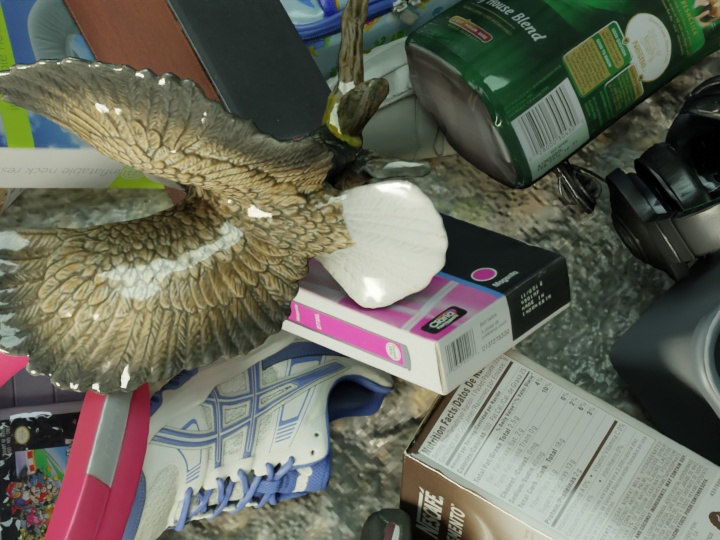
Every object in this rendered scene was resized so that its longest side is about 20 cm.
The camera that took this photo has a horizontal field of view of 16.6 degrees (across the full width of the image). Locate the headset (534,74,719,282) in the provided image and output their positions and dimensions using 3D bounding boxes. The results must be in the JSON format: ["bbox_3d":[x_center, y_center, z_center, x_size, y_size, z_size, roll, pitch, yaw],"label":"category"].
[{"bbox_3d":[0.165,-0.058,1.268,0.123,0.200,0.094,-43,106,-29],"label":"headset"}]

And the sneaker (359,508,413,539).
[{"bbox_3d":[-0.042,0.201,1.197,0.115,0.076,0.201,11,65,7],"label":"sneaker"}]

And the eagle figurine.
[{"bbox_3d":[-0.074,-0.034,1.149,0.199,0.151,0.153,-17,87,-42],"label":"eagle figurine"}]

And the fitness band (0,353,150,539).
[{"bbox_3d":[-0.171,0.108,1.185,0.143,0.037,0.201,-6,58,38],"label":"fitness band"}]

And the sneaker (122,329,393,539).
[{"bbox_3d":[-0.059,0.087,1.237,0.088,0.075,0.200,39,57,9],"label":"sneaker"}]

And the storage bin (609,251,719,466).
[{"bbox_3d":[0.233,0.029,1.250,0.200,0.134,0.146,-43,105,-19],"label":"storage bin"}]

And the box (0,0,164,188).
[{"bbox_3d":[-0.179,-0.103,1.309,0.199,0.048,0.122,-1,61,-33],"label":"box"}]

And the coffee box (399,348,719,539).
[{"bbox_3d":[0.122,0.128,1.215,0.199,0.115,0.080,29,67,13],"label":"coffee box"}]

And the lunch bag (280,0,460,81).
[{"bbox_3d":[-0.032,-0.203,1.378,0.160,0.083,0.200,-23,65,-20],"label":"lunch bag"}]

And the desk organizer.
[{"bbox_3d":[-0.095,-0.131,1.296,0.071,0.077,0.201,-15,69,-41],"label":"desk organizer"}]

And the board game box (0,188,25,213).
[{"bbox_3d":[-0.281,-0.036,1.324,0.134,0.034,0.200,36,68,14],"label":"board game box"}]

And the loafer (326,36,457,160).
[{"bbox_3d":[0.046,-0.093,1.343,0.199,0.070,0.070,-31,61,-16],"label":"loafer"}]

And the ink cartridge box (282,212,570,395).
[{"bbox_3d":[0.000,0.000,1.236,0.199,0.037,0.095,18,40,42],"label":"ink cartridge box"}]

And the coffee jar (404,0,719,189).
[{"bbox_3d":[0.128,-0.133,1.282,0.200,0.086,0.104,-34,33,-13],"label":"coffee jar"}]

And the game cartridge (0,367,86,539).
[{"bbox_3d":[-0.187,0.138,1.246,0.129,0.038,0.201,-8,65,-1],"label":"game cartridge"}]
